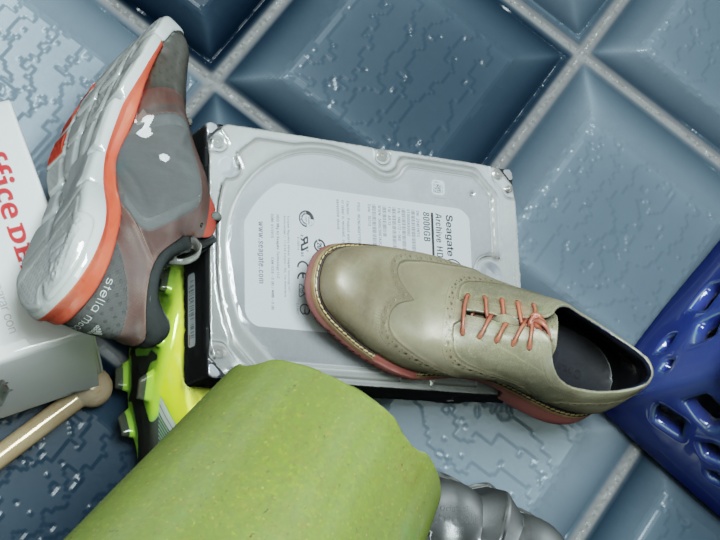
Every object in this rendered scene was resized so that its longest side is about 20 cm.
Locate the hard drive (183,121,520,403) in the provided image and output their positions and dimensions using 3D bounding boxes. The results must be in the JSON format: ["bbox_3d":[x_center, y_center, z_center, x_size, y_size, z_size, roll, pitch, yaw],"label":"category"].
[{"bbox_3d":[0.000,0.000,0.795,0.200,0.038,0.140,7,73,-30],"label":"hard drive"}]

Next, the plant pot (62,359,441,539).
[{"bbox_3d":[-0.056,0.147,0.652,0.200,0.200,0.190,35,59,-2],"label":"plant pot"}]

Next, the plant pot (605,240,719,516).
[{"bbox_3d":[0.287,0.052,0.799,0.200,0.180,0.200,40,72,1],"label":"plant pot"}]

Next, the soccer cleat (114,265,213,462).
[{"bbox_3d":[-0.085,0.085,0.779,0.084,0.065,0.200,4,75,-26],"label":"soccer cleat"}]

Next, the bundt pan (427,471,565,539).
[{"bbox_3d":[0.043,0.204,0.764,0.202,0.076,0.202,3,77,-11],"label":"bundt pan"}]

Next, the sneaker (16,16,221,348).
[{"bbox_3d":[-0.110,-0.041,0.727,0.082,0.077,0.200,32,48,-25],"label":"sneaker"}]

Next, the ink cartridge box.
[{"bbox_3d":[-0.250,0.014,0.735,0.200,0.083,0.147,-19,70,-16],"label":"ink cartridge box"}]

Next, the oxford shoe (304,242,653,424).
[{"bbox_3d":[0.067,0.025,0.760,0.200,0.075,0.071,18,68,-26],"label":"oxford shoe"}]

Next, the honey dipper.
[{"bbox_3d":[-0.212,0.116,0.754,0.200,0.038,0.038,-37,86,-20],"label":"honey dipper"}]
